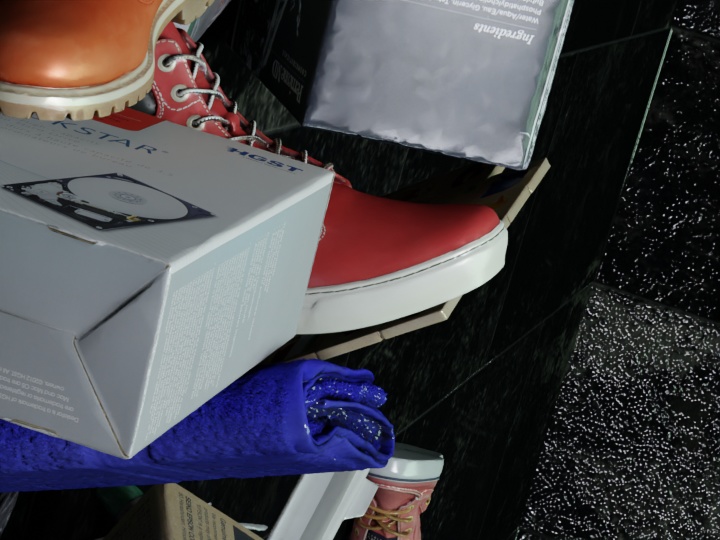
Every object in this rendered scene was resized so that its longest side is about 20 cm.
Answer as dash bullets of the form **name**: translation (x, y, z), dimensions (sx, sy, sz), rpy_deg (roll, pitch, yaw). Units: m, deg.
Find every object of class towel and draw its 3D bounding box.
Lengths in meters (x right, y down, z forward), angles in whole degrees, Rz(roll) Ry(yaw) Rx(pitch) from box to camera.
- **towel**: translation (-0.096, 0.063, 1.110), dimensions (0.148, 0.199, 0.050), rpy_deg (30, 56, -74)

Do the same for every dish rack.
- **dish rack**: translation (-0.051, 0.185, 1.378), dimensions (0.200, 0.043, 0.172), rpy_deg (-62, 178, -40)

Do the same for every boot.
- **boot**: translation (-0.110, -0.135, 1.069), dimensions (0.200, 0.075, 0.108), rpy_deg (-65, 162, -56)
- **boot**: translation (-0.040, -0.048, 1.140), dimensions (0.072, 0.199, 0.145), rpy_deg (-40, 123, -66)

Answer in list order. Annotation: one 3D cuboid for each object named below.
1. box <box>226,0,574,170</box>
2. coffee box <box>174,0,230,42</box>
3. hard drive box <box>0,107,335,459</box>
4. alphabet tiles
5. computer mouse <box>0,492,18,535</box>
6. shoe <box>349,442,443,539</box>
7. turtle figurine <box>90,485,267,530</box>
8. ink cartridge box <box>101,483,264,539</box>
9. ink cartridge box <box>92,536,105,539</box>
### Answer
- **box**: translation (0.028, -0.175, 1.301), dimensions (0.200, 0.124, 0.197), rpy_deg (-131, -128, -69)
- **coffee box**: translation (-0.046, -0.207, 1.195), dimensions (0.123, 0.044, 0.200), rpy_deg (-58, 175, -49)
- **hard drive box**: translation (-0.116, -0.009, 1.005), dimensions (0.200, 0.155, 0.077), rpy_deg (-37, 143, -71)
- **alphabet tiles**: translation (0.000, 0.000, 1.242), dimensions (0.008, 0.167, 0.200), rpy_deg (62, 30, -15)
- **computer mouse**: translation (-0.202, 0.163, 1.196), dimensions (0.200, 0.034, 0.059), rpy_deg (-68, 178, -49)
- **shoe**: translation (0.028, 0.192, 2.167), dimensions (0.200, 0.071, 0.091), rpy_deg (24, 79, -83)
- **turtle figurine**: translation (-0.109, 0.068, 1.295), dimensions (0.200, 0.100, 0.150), rpy_deg (56, 37, -56)
- **ink cartridge box**: translation (-0.121, 0.221, 1.201), dimensions (0.200, 0.075, 0.165), rpy_deg (-46, -154, 18)
- **ink cartridge box**: translation (-0.125, 0.230, 1.499), dimensions (0.200, 0.083, 0.146), rpy_deg (5, 103, -77)
